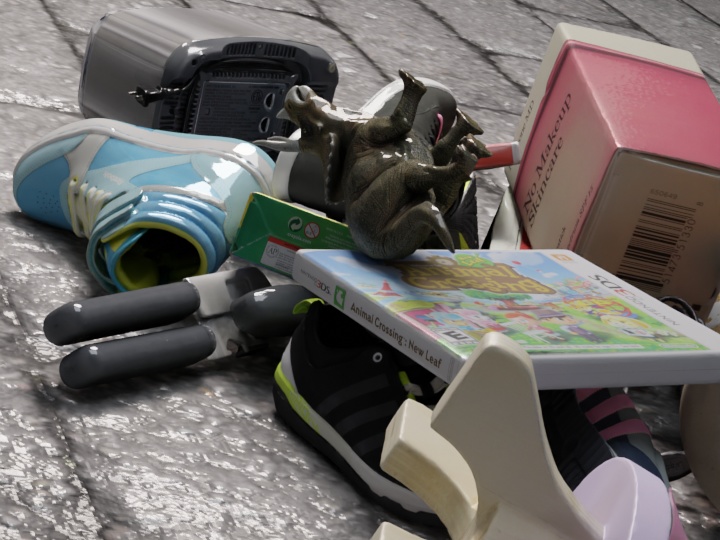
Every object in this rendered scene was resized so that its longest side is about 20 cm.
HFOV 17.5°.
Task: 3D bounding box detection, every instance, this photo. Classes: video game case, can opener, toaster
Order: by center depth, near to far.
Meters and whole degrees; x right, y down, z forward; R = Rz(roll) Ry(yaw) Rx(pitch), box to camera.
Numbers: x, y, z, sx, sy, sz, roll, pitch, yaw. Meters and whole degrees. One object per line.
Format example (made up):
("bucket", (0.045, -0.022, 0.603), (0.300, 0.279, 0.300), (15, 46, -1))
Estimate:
("video game case", (0.090, 0.024, 1.324), (0.199, 0.022, 0.182), (0, 19, -32))
("can opener", (-0.101, 0.027, 1.370), (0.200, 0.066, 0.053), (-11, 75, -51))
("video game case", (0.004, -0.069, 1.655), (0.199, 0.018, 0.143), (-7, 2, -7))
("toaster", (-0.125, -0.136, 1.771), (0.200, 0.114, 0.129), (-4, 22, -42))

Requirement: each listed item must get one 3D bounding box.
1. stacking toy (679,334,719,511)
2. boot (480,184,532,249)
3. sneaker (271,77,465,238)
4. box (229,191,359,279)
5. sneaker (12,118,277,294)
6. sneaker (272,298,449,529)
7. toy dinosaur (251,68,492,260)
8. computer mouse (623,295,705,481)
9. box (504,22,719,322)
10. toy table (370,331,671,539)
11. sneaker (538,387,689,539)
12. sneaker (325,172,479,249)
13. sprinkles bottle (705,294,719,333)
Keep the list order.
("stacking toy", (0.293, 0.069, 1.402), (0.146, 0.147, 0.200), (24, 31, 24))
("boot", (0.154, 0.006, 1.656), (0.144, 0.073, 0.200), (18, 23, -1))
("sneaker", (0.035, -0.067, 1.504), (0.099, 0.071, 0.200), (26, 27, 22))
("box", (0.000, 0.000, 1.501), (0.117, 0.049, 0.200), (21, 1, 16))
("sneaker", (-0.161, -0.034, 1.493), (0.199, 0.080, 0.131), (1, 33, 28))
("sneaker", (0.020, 0.075, 1.304), (0.072, 0.083, 0.200), (-4, 27, -46))
("toy dinosaur", (0.023, -0.047, 1.352), (0.077, 0.102, 0.200), (28, 21, -40))
("computer mouse", (0.129, 0.085, 1.433), (0.199, 0.046, 0.141), (-3, 49, -15))
("box", (0.180, -0.064, 1.588), (0.109, 0.128, 0.200), (12, 27, -14))
("toy table", (0.058, 0.129, 1.062), (0.117, 0.184, 0.200), (31, 8, -6))
("sneaker", (0.136, 0.101, 1.344), (0.082, 0.070, 0.200), (35, 24, -24))
("sneaker", (0.031, -0.029, 1.616), (0.081, 0.074, 0.200), (-3, -2, -14))
("sprinkles bottle", (0.251, 0.065, 1.553), (0.068, 0.068, 0.200), (16, 17, 0))
